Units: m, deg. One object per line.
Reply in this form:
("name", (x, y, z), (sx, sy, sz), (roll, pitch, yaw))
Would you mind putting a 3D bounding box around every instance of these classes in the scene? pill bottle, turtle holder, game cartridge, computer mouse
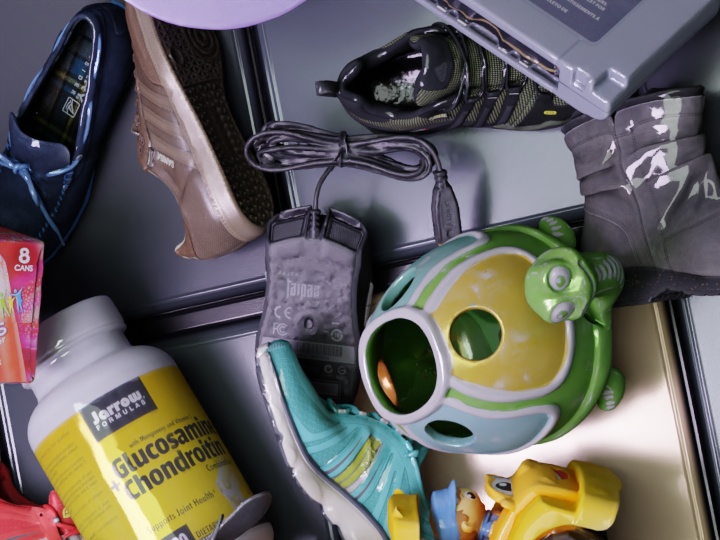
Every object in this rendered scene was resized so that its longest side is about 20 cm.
("pill bottle", (-0.151, 0.122, 1.555), (0.112, 0.112, 0.201), (-36, 79, 18))
("turtle holder", (0.084, 0.047, 1.421), (0.185, 0.131, 0.142), (8, 105, 49))
("game cartridge", (0.114, -0.186, 1.440), (0.200, 0.041, 0.133), (37, 65, 22))
("computer mouse", (0.000, 0.000, 1.524), (0.139, 0.046, 0.202), (0, 102, 12))

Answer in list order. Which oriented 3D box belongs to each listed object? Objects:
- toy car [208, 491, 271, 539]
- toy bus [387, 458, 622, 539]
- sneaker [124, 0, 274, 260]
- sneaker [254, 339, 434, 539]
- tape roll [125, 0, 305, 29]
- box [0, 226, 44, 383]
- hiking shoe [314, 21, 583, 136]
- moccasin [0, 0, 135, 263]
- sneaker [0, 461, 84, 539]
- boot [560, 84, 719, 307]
("toy car", (-0.101, 0.232, 1.421), (0.157, 0.164, 0.201), (25, 100, 9))
("toy bus", (0.052, 0.197, 1.438), (0.191, 0.136, 0.202), (19, 97, 0))
("sneaker", (-0.127, -0.103, 1.563), (0.075, 0.070, 0.201), (-27, 77, 30))
("sneaker", (0.001, 0.118, 1.500), (0.079, 0.078, 0.200), (-35, 107, 8))
("tape roll", (-0.088, -0.256, 1.479), (0.198, 0.085, 0.202), (1, 100, 4))
("box", (-0.287, 0.013, 1.556), (0.200, 0.099, 0.096), (-165, 79, -64))
("hiking shoe", (0.075, -0.120, 1.465), (0.198, 0.101, 0.076), (-13, 88, 22))
("moccasin", (-0.217, -0.094, 1.598), (0.080, 0.068, 0.201), (25, 102, 19))
("sneaker", (-0.208, 0.194, 1.596), (0.199, 0.077, 0.085), (32, 94, 25))
("boot", (0.209, -0.050, 1.416), (0.199, 0.070, 0.133), (-7, 89, 33))
